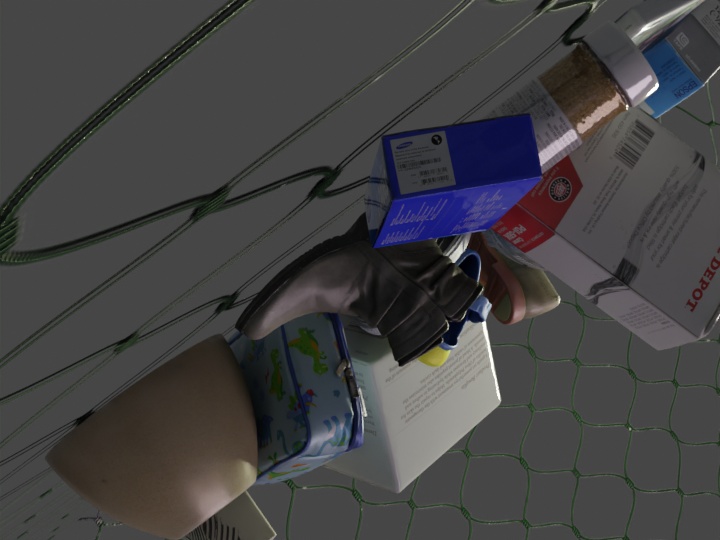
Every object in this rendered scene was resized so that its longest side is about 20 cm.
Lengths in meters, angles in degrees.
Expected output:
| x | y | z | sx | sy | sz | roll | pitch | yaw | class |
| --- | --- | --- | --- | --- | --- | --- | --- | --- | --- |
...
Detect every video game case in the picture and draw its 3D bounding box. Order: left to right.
| x | y | z | sx | sy | sz | roll | pitch | yaw | class |
| --- | --- | --- | --- | --- | --- | --- | --- | --- | --- |
| 0.227 | -0.196 | 1.009 | 0.182 | 0.023 | 0.200 | -40 | 175 | 41 | video game case |

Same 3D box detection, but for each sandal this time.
| x | y | z | sx | sy | sz | roll | pitch | yaw | class |
| --- | --- | --- | --- | --- | --- | --- | --- | --- | --- |
| 0.090 | 0.002 | 1.125 | 0.087 | 0.200 | 0.079 | -32 | 134 | 30 | sandal |

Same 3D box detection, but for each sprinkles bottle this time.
| x | y | z | sx | sy | sz | roll | pitch | yaw | class |
| --- | --- | --- | --- | --- | --- | --- | --- | --- | --- |
| 0.138 | -0.113 | 0.874 | 0.200 | 0.068 | 0.068 | -37 | 176 | 10 | sprinkles bottle |

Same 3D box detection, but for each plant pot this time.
| x | y | z | sx | sy | sz | roll | pitch | yaw | class |
| --- | --- | --- | --- | --- | --- | --- | --- | --- | --- |
| -0.174 | 0.172 | 1.030 | 0.200 | 0.135 | 0.200 | -37 | 176 | -3 | plant pot |

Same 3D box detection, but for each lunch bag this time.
| x | y | z | sx | sy | sz | roll | pitch | yaw | class |
| --- | --- | --- | --- | --- | --- | --- | --- | --- | --- |
| -0.077 | 0.121 | 1.093 | 0.082 | 0.161 | 0.200 | -5 | 160 | -31 | lunch bag |

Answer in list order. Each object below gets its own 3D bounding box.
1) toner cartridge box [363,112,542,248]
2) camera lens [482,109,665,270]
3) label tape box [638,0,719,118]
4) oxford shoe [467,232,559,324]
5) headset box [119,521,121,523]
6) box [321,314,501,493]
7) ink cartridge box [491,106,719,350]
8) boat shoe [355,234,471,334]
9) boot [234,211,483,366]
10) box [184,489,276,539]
| x | y | z | sx | sy | sz | roll | pitch | yaw | class |
| --- | --- | --- | --- | --- | --- | --- | --- | --- | --- |
| 0.056 | -0.056 | 0.748 | 0.095 | 0.043 | 0.200 | -8 | 173 | -4 | toner cartridge box |
| 0.221 | -0.081 | 1.115 | 0.160 | 0.160 | 0.200 | -35 | -171 | -16 | camera lens |
| 0.345 | -0.235 | 1.155 | 0.200 | 0.066 | 0.143 | -40 | -179 | -31 | label tape box |
| 0.162 | -0.022 | 1.258 | 0.074 | 0.200 | 0.071 | -8 | 145 | -19 | oxford shoe |
| -0.542 | 0.555 | 2.784 | 0.200 | 0.075 | 0.149 | -38 | 176 | 19 | headset box |
| 0.020 | 0.115 | 1.267 | 0.200 | 0.172 | 0.199 | 9 | -147 | 43 | box |
| 0.234 | -0.046 | 0.955 | 0.147 | 0.200 | 0.083 | -54 | -177 | -18 | ink cartridge box |
| 0.052 | -0.028 | 1.067 | 0.072 | 0.071 | 0.200 | 7 | -131 | 32 | boat shoe |
| 0.004 | 0.031 | 0.933 | 0.200 | 0.131 | 0.068 | -35 | 176 | -17 | boot |
| -0.184 | 0.236 | 1.209 | 0.068 | 0.200 | 0.082 | -34 | 175 | -31 | box |
